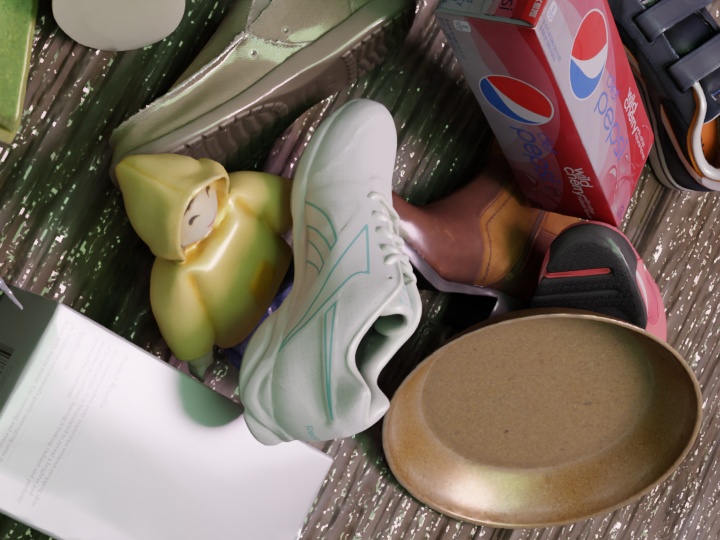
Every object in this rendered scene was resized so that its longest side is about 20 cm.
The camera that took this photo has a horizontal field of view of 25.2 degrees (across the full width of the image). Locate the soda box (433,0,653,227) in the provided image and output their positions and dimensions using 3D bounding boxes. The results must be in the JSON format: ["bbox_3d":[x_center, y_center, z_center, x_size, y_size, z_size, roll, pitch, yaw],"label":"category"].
[{"bbox_3d":[0.110,-0.107,0.913,0.071,0.063,0.200,-64,148,-19],"label":"soda box"}]

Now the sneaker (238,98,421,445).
[{"bbox_3d":[0.000,0.000,0.859,0.070,0.080,0.202,41,54,-50],"label":"sneaker"}]

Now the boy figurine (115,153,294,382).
[{"bbox_3d":[-0.065,-0.004,0.887,0.125,0.064,0.201,-51,139,-17],"label":"boy figurine"}]

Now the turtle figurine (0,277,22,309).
[{"bbox_3d":[-0.256,-0.040,0.773,0.200,0.148,0.101,51,25,-47],"label":"turtle figurine"}]

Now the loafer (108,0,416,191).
[{"bbox_3d":[-0.062,-0.112,0.903,0.199,0.076,0.068,-34,74,-14],"label":"loafer"}]

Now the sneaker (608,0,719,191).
[{"bbox_3d":[0.215,-0.145,1.068,0.078,0.079,0.201,-36,112,-22],"label":"sneaker"}]

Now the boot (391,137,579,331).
[{"bbox_3d":[0.086,-0.071,1.001,0.188,0.068,0.201,33,78,-31],"label":"boot"}]

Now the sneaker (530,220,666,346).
[{"bbox_3d":[0.157,0.019,1.035,0.201,0.073,0.087,66,31,-51],"label":"sneaker"}]

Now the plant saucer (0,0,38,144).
[{"bbox_3d":[-0.208,-0.174,0.758,0.047,0.200,0.202,7,88,12],"label":"plant saucer"}]

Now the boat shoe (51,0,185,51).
[{"bbox_3d":[-0.140,-0.177,0.807,0.071,0.200,0.063,-21,67,4],"label":"boat shoe"}]

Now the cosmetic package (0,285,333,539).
[{"bbox_3d":[-0.125,0.104,0.884,0.199,0.081,0.114,36,78,-32],"label":"cosmetic package"}]

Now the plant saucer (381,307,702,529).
[{"bbox_3d":[0.111,0.086,1.001,0.198,0.036,0.202,-2,134,-2],"label":"plant saucer"}]
